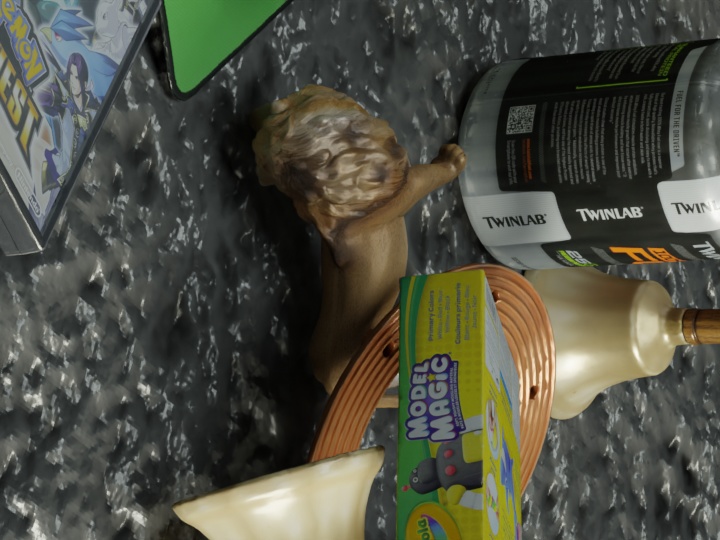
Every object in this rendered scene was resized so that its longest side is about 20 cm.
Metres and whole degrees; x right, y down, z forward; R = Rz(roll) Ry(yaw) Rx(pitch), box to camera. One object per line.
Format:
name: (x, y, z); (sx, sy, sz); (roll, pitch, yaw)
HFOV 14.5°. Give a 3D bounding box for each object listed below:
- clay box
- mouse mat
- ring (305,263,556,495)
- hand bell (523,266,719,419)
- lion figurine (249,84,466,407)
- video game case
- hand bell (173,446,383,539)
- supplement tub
clay box: (0.048, 0.115, 1.355); (0.115, 0.047, 0.201); (68, 21, -57)
mouse mat: (-0.066, -0.203, 1.386); (0.161, 0.007, 0.201); (-48, 139, -47)
ring: (0.034, 0.089, 1.479); (0.200, 0.019, 0.202); (-27, 129, -40)
hand bell: (0.199, 0.032, 1.633); (0.104, 0.199, 0.105); (7, 82, -55)
lion figurine: (0.000, 0.000, 1.450); (0.122, 0.072, 0.201); (-22, 108, -52)
video game case: (-0.159, -0.141, 1.228); (0.181, 0.025, 0.201); (-70, 144, -45)
hand bell: (-0.013, 0.194, 1.336); (0.104, 0.104, 0.201); (-9, 83, -56)
supplement tub: (0.165, -0.065, 1.589); (0.122, 0.199, 0.124); (7, 82, -55)
